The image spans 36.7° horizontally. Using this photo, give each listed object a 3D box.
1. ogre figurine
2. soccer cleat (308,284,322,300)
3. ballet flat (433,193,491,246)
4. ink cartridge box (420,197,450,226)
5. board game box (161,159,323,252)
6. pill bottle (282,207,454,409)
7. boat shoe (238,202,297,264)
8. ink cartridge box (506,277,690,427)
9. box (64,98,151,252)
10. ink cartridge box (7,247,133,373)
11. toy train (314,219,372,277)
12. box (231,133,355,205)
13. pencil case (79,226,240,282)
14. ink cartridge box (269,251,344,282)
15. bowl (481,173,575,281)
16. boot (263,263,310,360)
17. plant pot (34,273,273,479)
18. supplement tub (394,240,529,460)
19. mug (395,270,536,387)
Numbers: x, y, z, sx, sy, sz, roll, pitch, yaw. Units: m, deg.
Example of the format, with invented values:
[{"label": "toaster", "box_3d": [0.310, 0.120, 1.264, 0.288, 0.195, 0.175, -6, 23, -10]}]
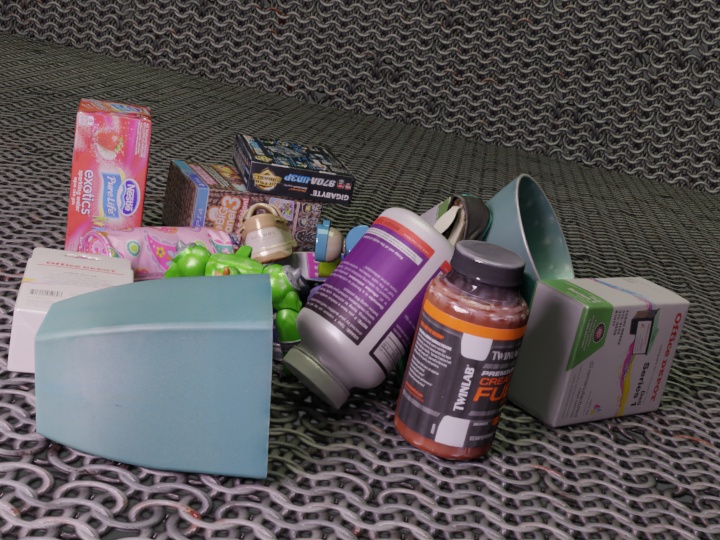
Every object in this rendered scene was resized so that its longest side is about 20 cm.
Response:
[{"label": "ogre figurine", "box_3d": [-0.143, 0.038, 1.169, 0.198, 0.122, 0.098, 19, 17, 24]}, {"label": "soccer cleat", "box_3d": [-0.025, 0.055, 1.269, 0.076, 0.067, 0.200, 45, 1, -33]}, {"label": "ballet flat", "box_3d": [0.099, -0.007, 1.369, 0.068, 0.202, 0.068, 33, -16, -37]}, {"label": "ink cartridge box", "box_3d": [0.125, -0.036, 1.545, 0.058, 0.105, 0.200, 9, -6, -8]}, {"label": "board game box", "box_3d": [-0.179, -0.090, 1.629, 0.197, 0.098, 0.159, 5, 17, -25]}, {"label": "pill bottle", "box_3d": [0.011, 0.041, 1.121, 0.112, 0.200, 0.113, 39, -11, 9]}, {"label": "boat shoe", "box_3d": [-0.122, -0.053, 1.398, 0.073, 0.070, 0.200, -14, 8, -6]}, {"label": "ink cartridge box", "box_3d": [0.277, 0.090, 1.259, 0.198, 0.147, 0.084, -1, 21, -40]}, {"label": "box", "box_3d": [-0.324, -0.109, 1.394, 0.094, 0.203, 0.100, 6, 16, -13]}, {"label": "ink cartridge box", "box_3d": [-0.298, 0.041, 1.137, 0.115, 0.068, 0.200, 8, 17, -14]}, {"label": "toy train", "box_3d": [0.000, 0.000, 1.292, 0.114, 0.086, 0.200, 9, -20, 0]}, {"label": "box", "box_3d": [-0.105, -0.154, 1.641, 0.157, 0.047, 0.200, 8, 16, -16]}, {"label": "pencil case", "box_3d": [-0.243, -0.009, 1.327, 0.198, 0.089, 0.087, -1, 20, -42]}, {"label": "ink cartridge box", "box_3d": [-0.013, -0.004, 1.458, 0.194, 0.044, 0.199, 2, -1, -33]}, {"label": "bowl", "box_3d": [0.205, -0.015, 1.452, 0.104, 0.203, 0.200, -20, 3, 24]}, {"label": "boot", "box_3d": [-0.104, 0.028, 1.289, 0.072, 0.092, 0.200, 4, 18, -25]}, {"label": "plant pot", "box_3d": [-0.178, 0.086, 0.955, 0.197, 0.143, 0.142, 2, 17, -6]}, {"label": "supplement tub", "box_3d": [0.103, 0.076, 1.067, 0.105, 0.203, 0.107, 12, 18, -4]}, {"label": "mug", "box_3d": [0.108, 0.058, 1.233, 0.114, 0.154, 0.184, 22, 18, 41]}]
